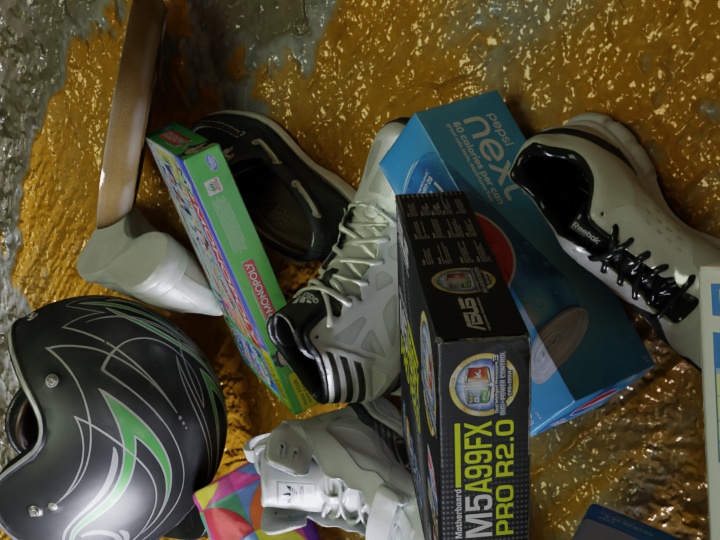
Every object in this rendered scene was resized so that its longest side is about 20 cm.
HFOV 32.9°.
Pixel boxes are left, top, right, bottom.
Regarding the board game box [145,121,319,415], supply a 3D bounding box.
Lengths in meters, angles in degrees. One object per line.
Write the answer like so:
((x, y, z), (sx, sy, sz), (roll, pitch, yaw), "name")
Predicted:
((-0.092, -0.005, 0.887), (0.201, 0.029, 0.135), (69, 166, -20), "board game box")

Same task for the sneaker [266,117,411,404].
((0.000, 0.000, 0.817), (0.075, 0.115, 0.201), (19, 111, 41), "sneaker")

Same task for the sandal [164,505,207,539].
((-0.210, 0.216, 1.123), (0.200, 0.045, 0.075), (-9, 92, 46), "sandal")

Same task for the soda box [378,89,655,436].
((0.092, -0.006, 0.749), (0.201, 0.068, 0.064), (62, 149, 16), "soda box")

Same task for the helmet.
((-0.206, 0.119, 0.993), (0.200, 0.200, 0.191), (37, 107, 34), "helmet")

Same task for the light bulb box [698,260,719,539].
((0.273, 0.091, 0.555), (0.198, 0.125, 0.201), (3, 99, 45), "light bulb box")

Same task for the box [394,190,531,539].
((0.050, 0.064, 0.651), (0.200, 0.044, 0.161), (-101, 7, -66), "box")

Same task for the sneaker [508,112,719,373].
((0.157, -0.006, 0.686), (0.200, 0.080, 0.074), (50, 127, 24), "sneaker")

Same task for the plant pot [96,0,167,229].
((-0.179, -0.129, 0.965), (0.200, 0.027, 0.201), (-169, 90, -80), "plant pot")

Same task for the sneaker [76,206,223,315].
((-0.175, 0.002, 1.033), (0.075, 0.088, 0.200), (-57, 31, -3), "sneaker")

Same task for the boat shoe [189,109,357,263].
((-0.076, -0.067, 0.919), (0.200, 0.060, 0.076), (30, 118, 37), "boat shoe")

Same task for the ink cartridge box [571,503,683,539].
((0.123, 0.224, 0.649), (0.083, 0.200, 0.146), (23, 98, 15), "ink cartridge box")

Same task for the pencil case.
((-0.056, 0.239, 0.950), (0.088, 0.088, 0.201), (-42, 68, 41), "pencil case")

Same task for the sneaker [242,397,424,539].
((-0.002, 0.159, 0.816), (0.200, 0.114, 0.075), (-130, 39, -53), "sneaker")
